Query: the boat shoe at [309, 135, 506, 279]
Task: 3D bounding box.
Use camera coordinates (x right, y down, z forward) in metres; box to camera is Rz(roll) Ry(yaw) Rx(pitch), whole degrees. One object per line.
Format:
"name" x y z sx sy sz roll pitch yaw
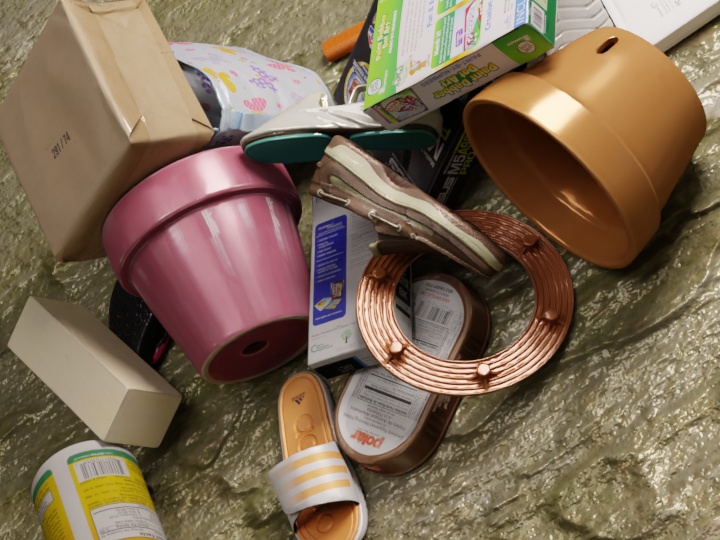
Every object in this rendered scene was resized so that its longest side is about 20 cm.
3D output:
"boat shoe" 0.039 -0.041 1.588 0.202 0.075 0.075 36 95 23

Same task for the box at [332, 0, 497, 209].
"box" 0.057 -0.175 1.702 0.200 0.044 0.160 58 135 38

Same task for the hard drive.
"hard drive" 0.322 -0.298 1.640 0.200 0.026 0.132 -34 51 17

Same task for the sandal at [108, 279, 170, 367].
"sandal" -0.234 0.076 1.841 0.075 0.045 0.200 6 84 44

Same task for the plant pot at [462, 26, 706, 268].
"plant pot" 0.209 -0.121 1.530 0.140 0.200 0.200 -45 46 -14

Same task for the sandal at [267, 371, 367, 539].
"sandal" -0.055 0.179 1.636 0.079 0.059 0.207 -32 51 19

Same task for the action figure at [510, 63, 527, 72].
"action figure" 0.152 -0.271 1.699 0.119 0.102 0.200 8 91 47

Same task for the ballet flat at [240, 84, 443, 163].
"ballet flat" -0.017 -0.144 1.657 0.200 0.069 0.069 -5 63 17

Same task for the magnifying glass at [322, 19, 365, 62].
"magnifying glass" 0.047 -0.274 1.834 0.200 0.022 0.080 -23 55 22

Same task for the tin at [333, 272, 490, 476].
"tin" 0.046 0.095 1.624 0.112 0.042 0.200 17 77 45

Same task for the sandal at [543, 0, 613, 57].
"sandal" 0.190 -0.235 1.634 0.082 0.203 0.050 -23 5 -23

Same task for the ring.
"ring" 0.094 0.024 1.581 0.200 0.019 0.201 -3 57 5

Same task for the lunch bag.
"lunch bag" -0.142 -0.166 1.798 0.200 0.170 0.127 19 107 42

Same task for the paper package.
"paper package" -0.264 -0.143 1.734 0.200 0.103 0.191 -49 61 41

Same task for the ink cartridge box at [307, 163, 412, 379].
"ink cartridge box" 0.000 0.000 1.663 0.099 0.039 0.200 -19 54 29

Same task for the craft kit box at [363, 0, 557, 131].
"craft kit box" 0.094 -0.248 1.566 0.197 0.049 0.200 -22 47 38

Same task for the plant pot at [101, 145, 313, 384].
"plant pot" -0.132 0.005 1.713 0.200 0.200 0.179 -34 66 17

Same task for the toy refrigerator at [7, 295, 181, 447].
"toy refrigerator" -0.279 0.106 1.792 0.200 0.076 0.070 35 104 40

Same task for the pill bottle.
"pill bottle" -0.245 0.274 1.688 0.113 0.113 0.200 -40 49 12
